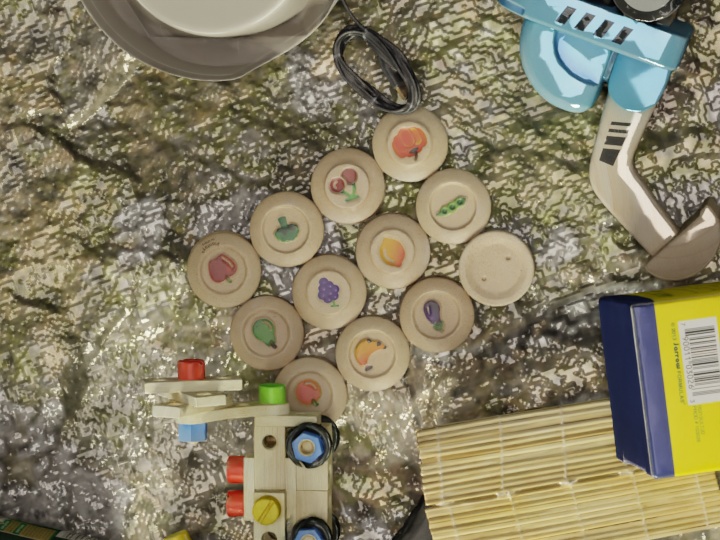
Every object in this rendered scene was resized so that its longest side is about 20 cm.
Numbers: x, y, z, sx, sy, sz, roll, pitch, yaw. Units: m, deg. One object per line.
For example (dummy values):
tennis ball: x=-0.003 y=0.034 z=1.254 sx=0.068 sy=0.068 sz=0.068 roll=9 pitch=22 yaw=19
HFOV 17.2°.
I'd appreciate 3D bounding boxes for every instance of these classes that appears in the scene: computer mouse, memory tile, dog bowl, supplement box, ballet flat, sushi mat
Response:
computer mouse: x=-0.013 y=-0.191 z=1.549 sx=0.059 sy=0.034 sz=0.200 roll=-25 pitch=92 yaw=21
memory tile: x=0.000 y=0.000 z=1.562 sx=0.200 sy=0.017 sz=0.153 roll=-34 pitch=89 yaw=5
dog bowl: x=-0.090 y=-0.223 z=1.519 sx=0.200 sy=0.059 sz=0.201 roll=4 pitch=102 yaw=19
supplement box: x=0.260 y=0.059 z=1.479 sx=0.199 sy=0.109 sz=0.110 roll=-8 pitch=92 yaw=-4
ballet flat: x=0.064 y=0.167 z=1.553 sx=0.066 sy=0.057 sz=0.200 roll=41 pitch=88 yaw=13
sushi mat: x=0.135 y=0.133 z=1.525 sx=0.199 sy=0.012 sz=0.096 roll=-8 pitch=90 yaw=-13

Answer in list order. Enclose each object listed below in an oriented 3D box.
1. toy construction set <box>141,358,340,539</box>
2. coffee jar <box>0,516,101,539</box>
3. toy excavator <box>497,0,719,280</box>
toy construction set: x=-0.081 y=0.146 z=1.536 sx=0.131 sy=0.092 sz=0.201 roll=0 pitch=110 yaw=8
coffee jar: x=-0.260 y=0.202 z=1.558 sx=0.199 sy=0.085 sz=0.105 roll=17 pitch=93 yaw=5
toy excavator: x=0.162 y=-0.115 z=1.515 sx=0.194 sy=0.100 sz=0.200 roll=22 pitch=107 yaw=6
